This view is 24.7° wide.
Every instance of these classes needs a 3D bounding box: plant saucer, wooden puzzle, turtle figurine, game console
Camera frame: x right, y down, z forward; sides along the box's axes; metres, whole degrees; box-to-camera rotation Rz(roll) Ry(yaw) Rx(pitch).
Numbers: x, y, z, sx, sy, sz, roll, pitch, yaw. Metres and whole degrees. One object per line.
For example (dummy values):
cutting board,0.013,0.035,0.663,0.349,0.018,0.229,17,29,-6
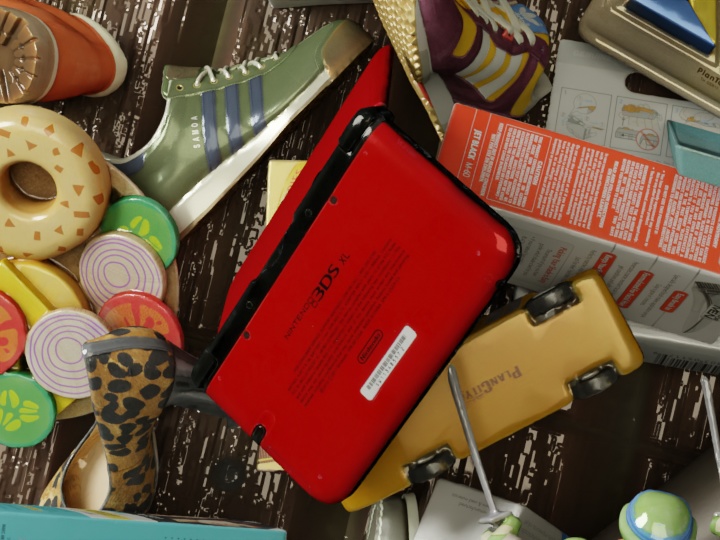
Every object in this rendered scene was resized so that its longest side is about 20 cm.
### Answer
plant saucer,0.214,-0.065,0.968,0.070,0.200,0.019,17,102,6
wooden puzzle,0.266,-0.192,1.061,0.185,0.046,0.200,30,82,5
turtle figurine,0.144,0.168,0.912,0.144,0.200,0.194,-11,126,-26
game console,0.000,0.000,0.942,0.172,0.119,0.200,42,117,17

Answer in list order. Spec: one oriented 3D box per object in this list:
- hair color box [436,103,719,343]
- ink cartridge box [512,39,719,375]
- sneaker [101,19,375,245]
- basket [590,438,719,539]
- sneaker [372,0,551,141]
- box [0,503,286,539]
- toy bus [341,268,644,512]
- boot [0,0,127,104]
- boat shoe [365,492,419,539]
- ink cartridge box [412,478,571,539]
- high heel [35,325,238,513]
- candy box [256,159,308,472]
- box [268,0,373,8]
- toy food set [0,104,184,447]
hair color box,0.136,-0.026,0.979,0.200,0.111,0.064,18,71,1
ink cartridge box,0.191,-0.040,1.074,0.162,0.057,0.200,10,66,4
sneaker,-0.090,-0.108,1.070,0.090,0.067,0.200,45,92,0
basket,0.253,0.161,1.001,0.200,0.180,0.136,-34,44,8
sneaker,0.066,-0.147,1.006,0.090,0.200,0.075,-28,67,1
box,-0.151,0.169,0.978,0.200,0.082,0.049,8,83,-27
toy bus,0.066,0.070,0.975,0.200,0.078,0.065,-29,91,9
boot,-0.247,-0.155,1.083,0.200,0.107,0.075,26,109,29
boat shoe,-0.001,0.238,1.040,0.060,0.072,0.202,9,90,-1
ink cartridge box,0.061,0.242,0.993,0.068,0.116,0.200,14,75,39
high heel,-0.175,0.106,1.013,0.200,0.142,0.072,-37,54,18
candy box,-0.005,0.032,1.063,0.116,0.056,0.201,2,85,2
box,0.007,-0.235,1.009,0.152,0.200,0.107,-2,87,3
toy food set,-0.208,0.009,1.049,0.200,0.049,0.198,-40,101,15
